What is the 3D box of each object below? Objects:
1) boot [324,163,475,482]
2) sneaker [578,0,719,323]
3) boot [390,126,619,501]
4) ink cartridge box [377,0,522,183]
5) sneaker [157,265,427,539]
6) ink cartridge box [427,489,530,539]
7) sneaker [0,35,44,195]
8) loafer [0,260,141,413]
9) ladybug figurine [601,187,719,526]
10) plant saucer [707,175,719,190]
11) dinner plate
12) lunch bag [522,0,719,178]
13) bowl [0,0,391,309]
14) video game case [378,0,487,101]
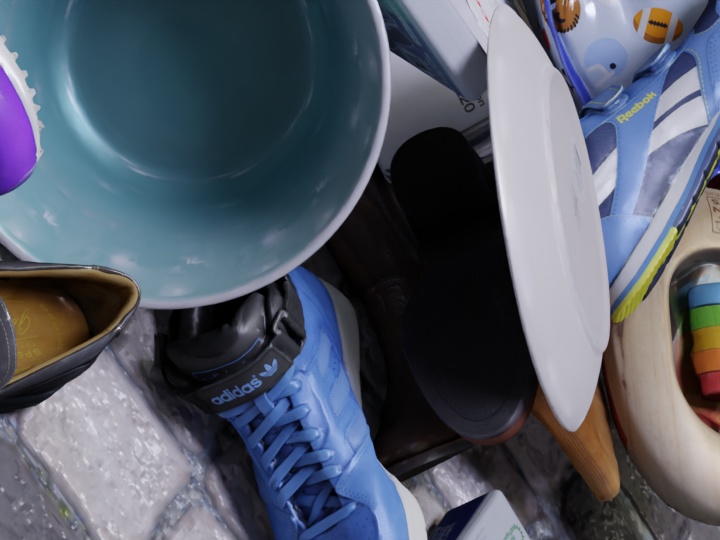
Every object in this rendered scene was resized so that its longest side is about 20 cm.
[{"bbox_3d":[0.000,0.000,1.311,0.200,0.064,0.186,63,17,-4],"label":"boot"},{"bbox_3d":[0.150,-0.075,1.368,0.200,0.082,0.074,-61,169,-16],"label":"sneaker"},{"bbox_3d":[0.078,0.055,1.291,0.200,0.068,0.189,58,8,-43],"label":"boot"},{"bbox_3d":[0.035,-0.127,1.400,0.146,0.085,0.200,63,10,3],"label":"ink cartridge box"},{"bbox_3d":[-0.037,0.072,1.180,0.111,0.077,0.200,34,36,-47],"label":"sneaker"},{"bbox_3d":[0.073,0.234,1.254,0.200,0.041,0.200,57,30,-7],"label":"ink cartridge box"},{"bbox_3d":[-0.219,-0.092,1.060,0.200,0.069,0.100,48,39,-14],"label":"sneaker"},{"bbox_3d":[-0.165,0.025,1.029,0.200,0.072,0.073,-20,83,-59],"label":"loafer"},{"bbox_3d":[0.187,0.049,1.414,0.135,0.072,0.201,12,60,-18],"label":"ladybug figurine"},{"bbox_3d":[0.220,-0.001,1.551,0.037,0.200,0.201,7,55,-23],"label":"plant saucer"},{"bbox_3d":[0.091,-0.026,1.218,0.200,0.024,0.201,-10,90,-78],"label":"dinner plate"},{"bbox_3d":[0.149,-0.163,1.485,0.200,0.124,0.170,56,8,-23],"label":"lunch bag"},{"bbox_3d":[-0.081,-0.090,1.166,0.201,0.200,0.105,58,11,-6],"label":"bowl"},{"bbox_3d":[-0.039,-0.174,1.181,0.182,0.023,0.200,37,-9,45],"label":"video game case"}]
